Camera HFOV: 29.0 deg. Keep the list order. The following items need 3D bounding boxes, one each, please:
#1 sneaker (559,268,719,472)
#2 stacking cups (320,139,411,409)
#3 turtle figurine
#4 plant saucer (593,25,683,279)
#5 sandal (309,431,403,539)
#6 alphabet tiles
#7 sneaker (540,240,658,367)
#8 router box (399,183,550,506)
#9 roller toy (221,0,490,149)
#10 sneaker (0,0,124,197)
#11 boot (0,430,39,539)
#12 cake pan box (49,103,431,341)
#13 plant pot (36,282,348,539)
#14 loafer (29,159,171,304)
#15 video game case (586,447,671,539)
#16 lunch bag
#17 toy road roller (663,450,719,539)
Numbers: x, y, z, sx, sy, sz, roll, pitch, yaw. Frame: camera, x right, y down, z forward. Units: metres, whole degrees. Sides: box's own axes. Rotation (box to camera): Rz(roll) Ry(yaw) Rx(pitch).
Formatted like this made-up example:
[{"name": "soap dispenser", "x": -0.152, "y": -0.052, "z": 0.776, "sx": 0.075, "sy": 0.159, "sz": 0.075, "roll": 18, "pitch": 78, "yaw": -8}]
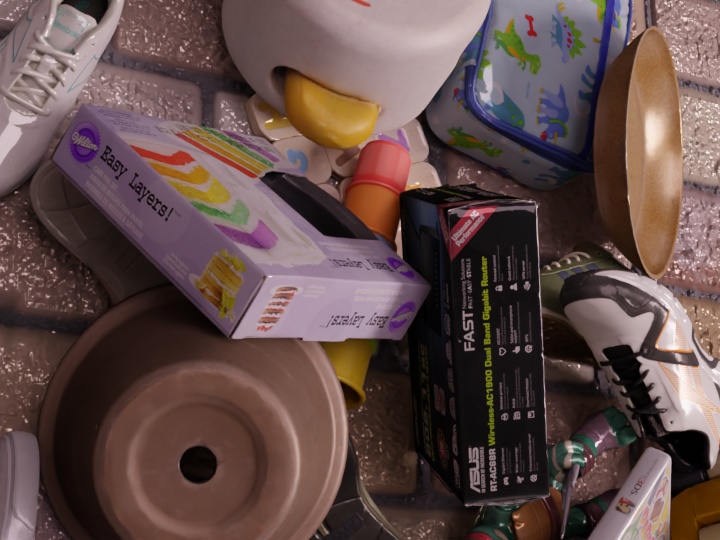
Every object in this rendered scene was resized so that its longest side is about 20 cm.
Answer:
[{"name": "sneaker", "x": 0.218, "y": 0.075, "z": 1.036, "sx": 0.200, "sy": 0.074, "sz": 0.080, "roll": 42, "pitch": 55, "yaw": -24}, {"name": "stacking cups", "x": 0.000, "y": 0.000, "z": 1.010, "sx": 0.060, "sy": 0.060, "sz": 0.201, "roll": 28, "pitch": 60, "yaw": -19}, {"name": "turtle figurine", "x": 0.137, "y": 0.182, "z": 1.012, "sx": 0.200, "sy": 0.100, "sz": 0.150, "roll": -26, "pitch": 123, "yaw": -45}, {"name": "plant saucer", "x": 0.222, "y": -0.093, "z": 1.114, "sx": 0.200, "sy": 0.035, "sz": 0.201, "roll": 0, "pitch": 90, "yaw": -65}, {"name": "sandal", "x": -0.026, "y": 0.162, "z": 0.959, "sx": 0.080, "sy": 0.057, "sz": 0.202, "roll": -29, "pitch": 105, "yaw": -7}, {"name": "alphabet tiles", "x": -0.015, "y": -0.049, "z": 1.055, "sx": 0.195, "sy": 0.015, "sz": 0.201, "roll": -14, "pitch": 82, "yaw": -31}, {"name": "sneaker", "x": 0.166, "y": 0.018, "z": 1.106, "sx": 0.199, "sy": 0.067, "sz": 0.090, "roll": 16, "pitch": 63, "yaw": -28}, {"name": "router box", "x": 0.075, "y": 0.045, "z": 0.956, "sx": 0.062, "sy": 0.150, "sz": 0.201, "roll": -4, "pitch": 97, "yaw": -9}, {"name": "roller toy", "x": -0.005, "y": -0.198, "z": 1.029, "sx": 0.182, "sy": 0.140, "sz": 0.200, "roll": -23, "pitch": 73, "yaw": -31}, {"name": "sneaker", "x": -0.216, "y": -0.139, "z": 0.934, "sx": 0.070, "sy": 0.080, "sz": 0.201, "roll": 32, "pitch": 63, "yaw": -19}, {"name": "boot", "x": -0.253, "y": 0.183, "z": 0.815, "sx": 0.095, "sy": 0.074, "sz": 0.201, "roll": 18, "pitch": 64, "yaw": -24}, {"name": "cake pan box", "x": -0.070, "y": -0.027, "z": 0.890, "sx": 0.184, "sy": 0.052, "sz": 0.200, "roll": 44, "pitch": 20, "yaw": 28}, {"name": "plant pot", "x": -0.096, "y": 0.105, "z": 0.828, "sx": 0.199, "sy": 0.175, "sz": 0.201, "roll": 0, "pitch": 89, "yaw": -9}, {"name": "loafer", "x": -0.142, "y": 0.002, "z": 0.941, "sx": 0.072, "sy": 0.063, "sz": 0.200, "roll": -38, "pitch": 99, "yaw": 2}, {"name": "video game case", "x": 0.170, "y": 0.251, "z": 0.978, "sx": 0.182, "sy": 0.023, "sz": 0.200, "roll": -49, "pitch": 145, "yaw": -31}, {"name": "lunch bag", "x": 0.145, "y": -0.177, "z": 1.146, "sx": 0.160, "sy": 0.082, "sz": 0.201, "roll": 25, "pitch": 65, "yaw": -26}, {"name": "toy road roller", "x": 0.316, "y": 0.213, "z": 1.064, "sx": 0.146, "sy": 0.122, "sz": 0.200, "roll": 63, "pitch": 19, "yaw": -19}]
